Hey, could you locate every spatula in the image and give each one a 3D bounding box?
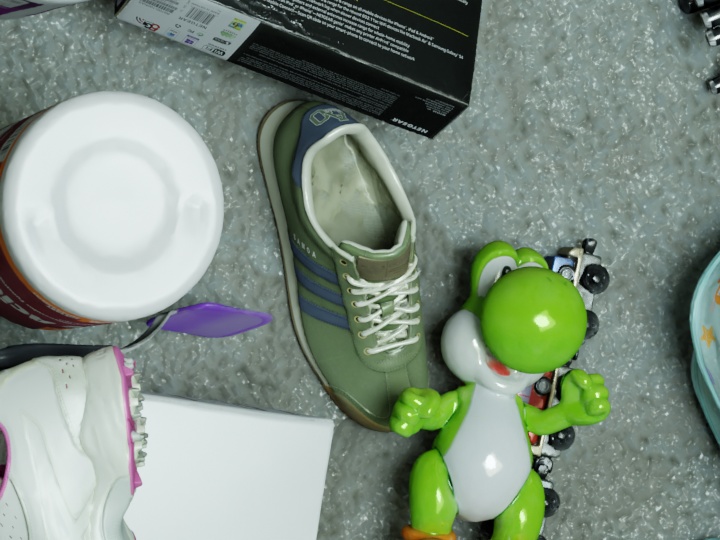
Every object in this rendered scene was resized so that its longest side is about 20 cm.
[{"bbox_3d":[-0.126,0.037,1.465,0.200,0.056,0.021,-12,86,-49],"label":"spatula"}]

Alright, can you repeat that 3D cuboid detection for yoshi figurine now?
[{"bbox_3d":[0.080,0.080,1.540,0.112,0.112,0.201,21,74,-58],"label":"yoshi figurine"}]

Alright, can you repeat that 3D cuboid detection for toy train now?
[{"bbox_3d":[0.106,0.077,1.613,0.046,0.034,0.201,13,87,-8],"label":"toy train"}]

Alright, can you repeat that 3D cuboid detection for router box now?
[{"bbox_3d":[-0.027,-0.176,1.515,0.200,0.051,0.150,21,59,-20],"label":"router box"}]

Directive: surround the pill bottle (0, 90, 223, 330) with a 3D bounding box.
[{"bbox_3d":[-0.151,-0.027,1.416,0.114,0.200,0.115,1,87,-19],"label":"pill bottle"}]

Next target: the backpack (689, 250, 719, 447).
[{"bbox_3d":[0.286,0.053,1.616,0.177,0.150,0.200,-37,111,-23],"label":"backpack"}]

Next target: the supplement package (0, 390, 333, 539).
[{"bbox_3d":[-0.131,0.121,1.475,0.199,0.117,0.117,10,87,-20],"label":"supplement package"}]

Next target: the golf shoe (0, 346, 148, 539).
[{"bbox_3d":[-0.151,0.139,1.377,0.091,0.075,0.201,-2,91,-5],"label":"golf shoe"}]

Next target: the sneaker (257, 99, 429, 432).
[{"bbox_3d":[0.000,0.000,1.537,0.067,0.090,0.201,-21,99,-20],"label":"sneaker"}]

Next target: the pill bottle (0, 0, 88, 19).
[{"bbox_3d":[-0.165,-0.190,1.410,0.112,0.200,0.113,-1,92,-21],"label":"pill bottle"}]

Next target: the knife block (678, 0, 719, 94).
[{"bbox_3d":[0.288,-0.185,1.658,0.175,0.064,0.201,25,82,-21],"label":"knife block"}]

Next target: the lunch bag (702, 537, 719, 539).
[{"bbox_3d":[0.235,0.274,1.643,0.160,0.077,0.200,28,82,-21],"label":"lunch bag"}]
